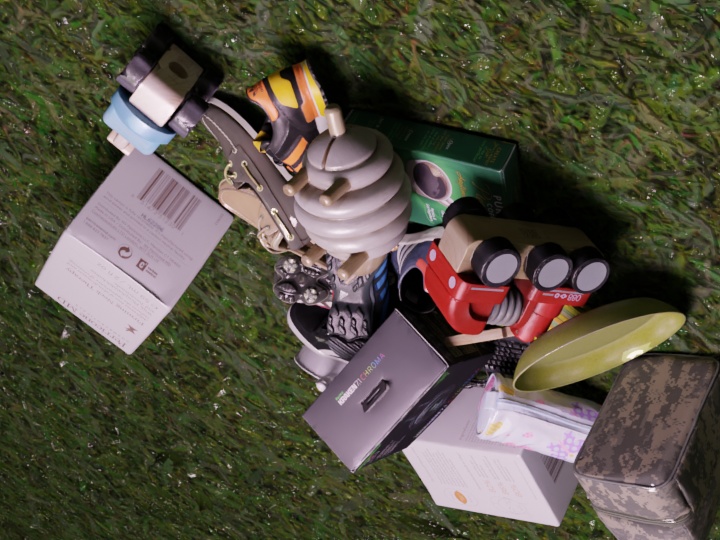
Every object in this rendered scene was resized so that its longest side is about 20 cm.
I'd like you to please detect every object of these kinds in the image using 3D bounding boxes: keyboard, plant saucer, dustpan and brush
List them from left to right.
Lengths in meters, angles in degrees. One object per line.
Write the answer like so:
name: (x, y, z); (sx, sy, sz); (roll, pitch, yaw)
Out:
dustpan and brush: (-0.036, 0.144, 1.816); (0.138, 0.058, 0.200); (29, 171, 7)
keyboard: (0.148, 0.114, 1.698); (0.198, 0.021, 0.128); (9, 138, 43)
plant saucer: (0.251, 0.076, 1.459); (0.031, 0.197, 0.200); (70, 154, 19)

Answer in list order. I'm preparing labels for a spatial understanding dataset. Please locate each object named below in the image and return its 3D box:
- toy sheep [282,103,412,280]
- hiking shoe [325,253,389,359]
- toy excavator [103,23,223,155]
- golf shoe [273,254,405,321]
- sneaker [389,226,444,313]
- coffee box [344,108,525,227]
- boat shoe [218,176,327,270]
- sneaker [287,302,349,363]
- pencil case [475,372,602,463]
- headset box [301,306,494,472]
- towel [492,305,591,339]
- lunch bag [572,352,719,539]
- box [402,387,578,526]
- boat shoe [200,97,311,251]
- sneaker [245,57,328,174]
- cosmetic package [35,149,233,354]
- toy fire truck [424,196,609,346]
toy sheep: (-0.011, -0.080, 1.401); (0.136, 0.138, 0.202); (14, 134, 26)
hiking shoe: (0.000, 0.000, 1.600); (0.073, 0.087, 0.203); (13, 106, 13)
toy excavator: (-0.252, -0.183, 1.572); (0.100, 0.195, 0.200); (39, 120, -13)
golf shoe: (-0.010, 0.021, 1.699); (0.197, 0.078, 0.088); (16, -177, 5)
sneaker: (0.066, 0.008, 1.546); (0.074, 0.085, 0.200); (27, 167, -7)
coffee box: (0.079, -0.100, 1.460); (0.198, 0.044, 0.124); (15, 145, 28)
boat shoe: (-0.095, -0.057, 1.653); (0.198, 0.065, 0.073); (25, 148, 16)
sneaker: (0.003, 0.078, 1.746); (0.199, 0.073, 0.112); (32, 147, 4)
pencil case: (0.236, 0.186, 1.627); (0.197, 0.084, 0.091); (16, 180, -4)
headset box: (0.045, 0.131, 1.585); (0.093, 0.174, 0.200); (46, -164, 15)
towel: (0.206, 0.073, 1.615); (0.086, 0.018, 0.200); (37, 150, 4)
lunch bag: (0.345, 0.218, 1.513); (0.138, 0.201, 0.168); (-2, 134, 44)
box: (0.171, 0.235, 1.781); (0.198, 0.107, 0.153); (4, 139, 38)
boat shoe: (-0.120, -0.112, 1.567); (0.202, 0.060, 0.072); (47, 173, 3)
sneaker: (-0.070, -0.137, 1.480); (0.089, 0.070, 0.202); (-16, 135, -2)
cosmetic package: (-0.298, -0.026, 1.782); (0.167, 0.167, 0.200); (37, 150, -8)
toy fire truck: (0.136, 0.029, 1.419); (0.174, 0.129, 0.202); (4, 123, -31)
